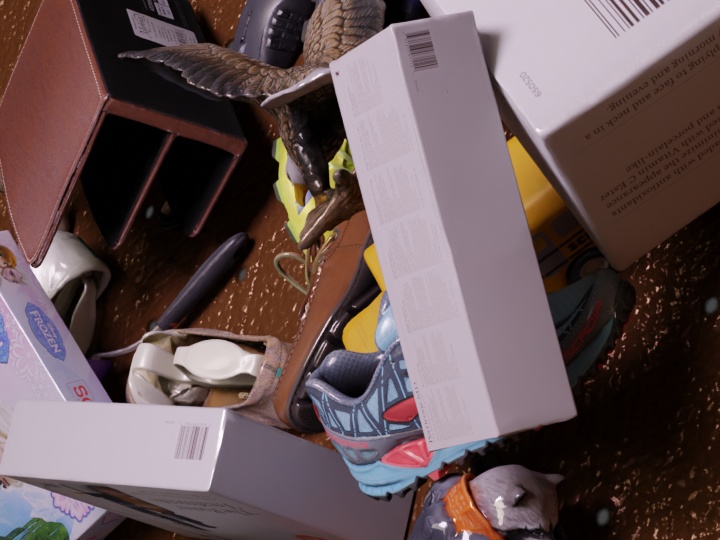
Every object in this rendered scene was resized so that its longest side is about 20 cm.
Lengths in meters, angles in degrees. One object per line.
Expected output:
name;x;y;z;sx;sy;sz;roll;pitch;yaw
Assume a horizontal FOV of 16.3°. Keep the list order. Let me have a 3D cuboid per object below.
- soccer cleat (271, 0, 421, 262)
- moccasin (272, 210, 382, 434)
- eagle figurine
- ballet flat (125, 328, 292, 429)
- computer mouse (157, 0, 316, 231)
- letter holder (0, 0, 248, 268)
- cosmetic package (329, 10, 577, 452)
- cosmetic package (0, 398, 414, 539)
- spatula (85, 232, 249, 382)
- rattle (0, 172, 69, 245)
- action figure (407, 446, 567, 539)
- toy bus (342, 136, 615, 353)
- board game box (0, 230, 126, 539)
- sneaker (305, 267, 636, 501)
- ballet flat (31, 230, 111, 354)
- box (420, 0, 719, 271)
soccer cleat;-0.001;-0.099;1.524;0.083;0.065;0.201;-10;64;42
moccasin;-0.001;-0.001;1.467;0.078;0.073;0.202;12;80;49
eagle figurine;-0.036;-0.103;1.426;0.151;0.151;0.200;-50;50;26
ballet flat;-0.099;0.061;1.553;0.199;0.067;0.068;-6;67;47
computer mouse;-0.087;-0.116;1.651;0.059;0.034;0.201;34;99;49
letter holder;-0.165;-0.089;1.650;0.143;0.100;0.200;-62;28;23
cosmetic package;0.044;-0.017;1.215;0.082;0.050;0.201;-20;84;64
cosmetic package;-0.090;0.120;1.451;0.199;0.150;0.052;-1;73;48
spatula;-0.142;0.042;1.635;0.200;0.056;0.021;-40;74;18
rattle;-0.310;-0.047;1.735;0.131;0.200;0.143;-56;41;12
action figure;0.052;0.187;1.301;0.194;0.104;0.200;-61;36;22
toy bus;0.074;-0.010;1.370;0.200;0.078;0.065;-37;47;9
board game box;-0.246;0.113;1.632;0.199;0.041;0.200;-44;72;33
sneaker;0.050;0.045;1.294;0.200;0.096;0.079;-33;13;31
ballet flat;-0.226;0.071;1.700;0.069;0.069;0.201;21;87;50
box;0.145;-0.147;1.274;0.199;0.131;0.200;-35;50;1
